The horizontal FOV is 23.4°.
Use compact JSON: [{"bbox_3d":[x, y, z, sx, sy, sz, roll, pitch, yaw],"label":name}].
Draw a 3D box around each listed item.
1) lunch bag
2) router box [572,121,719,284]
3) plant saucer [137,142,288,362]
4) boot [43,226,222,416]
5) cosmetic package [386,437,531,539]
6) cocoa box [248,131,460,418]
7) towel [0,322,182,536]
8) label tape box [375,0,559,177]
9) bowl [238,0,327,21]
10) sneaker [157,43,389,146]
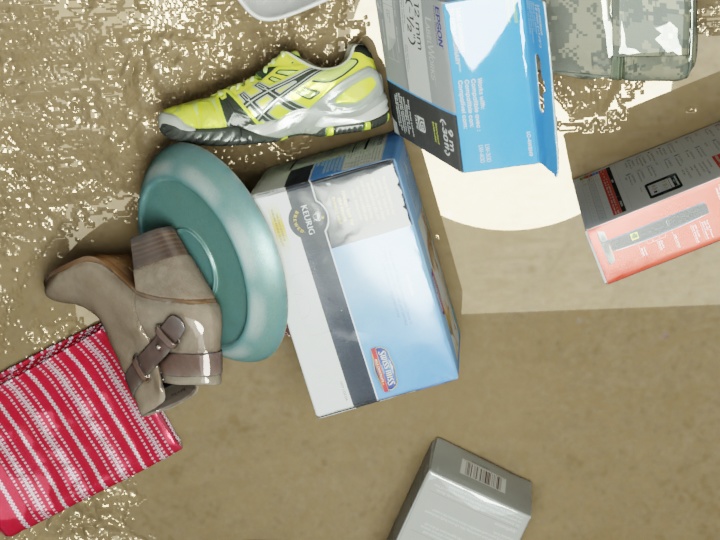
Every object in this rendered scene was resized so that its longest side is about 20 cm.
[{"bbox_3d":[0.184,-0.254,1.409,0.166,0.139,0.202,-1,104,5],"label":"lunch bag"},{"bbox_3d":[0.268,-0.066,1.421,0.178,0.200,0.049,-21,102,10],"label":"router box"},{"bbox_3d":[-0.134,-0.010,1.485,0.027,0.199,0.202,-25,106,-33],"label":"plant saucer"},{"bbox_3d":[-0.197,0.053,1.503,0.199,0.070,0.147,-21,81,45],"label":"boot"},{"bbox_3d":[0.071,0.272,1.587,0.106,0.090,0.201,25,108,-2],"label":"cosmetic package"},{"bbox_3d":[0.000,0.000,1.493,0.130,0.133,0.202,-15,103,8],"label":"cocoa box"},{"bbox_3d":[-0.284,0.150,1.612,0.199,0.023,0.145,-27,102,10],"label":"towel"},{"bbox_3d":[0.084,-0.161,1.399,0.066,0.200,0.144,-16,114,-17],"label":"label tape box"},{"bbox_3d":[-0.043,-0.330,1.439,0.199,0.075,0.201,-25,102,11],"label":"bowl"},{"bbox_3d":[-0.077,-0.149,1.498,0.198,0.075,0.077,-8,97,-4],"label":"sneaker"}]
